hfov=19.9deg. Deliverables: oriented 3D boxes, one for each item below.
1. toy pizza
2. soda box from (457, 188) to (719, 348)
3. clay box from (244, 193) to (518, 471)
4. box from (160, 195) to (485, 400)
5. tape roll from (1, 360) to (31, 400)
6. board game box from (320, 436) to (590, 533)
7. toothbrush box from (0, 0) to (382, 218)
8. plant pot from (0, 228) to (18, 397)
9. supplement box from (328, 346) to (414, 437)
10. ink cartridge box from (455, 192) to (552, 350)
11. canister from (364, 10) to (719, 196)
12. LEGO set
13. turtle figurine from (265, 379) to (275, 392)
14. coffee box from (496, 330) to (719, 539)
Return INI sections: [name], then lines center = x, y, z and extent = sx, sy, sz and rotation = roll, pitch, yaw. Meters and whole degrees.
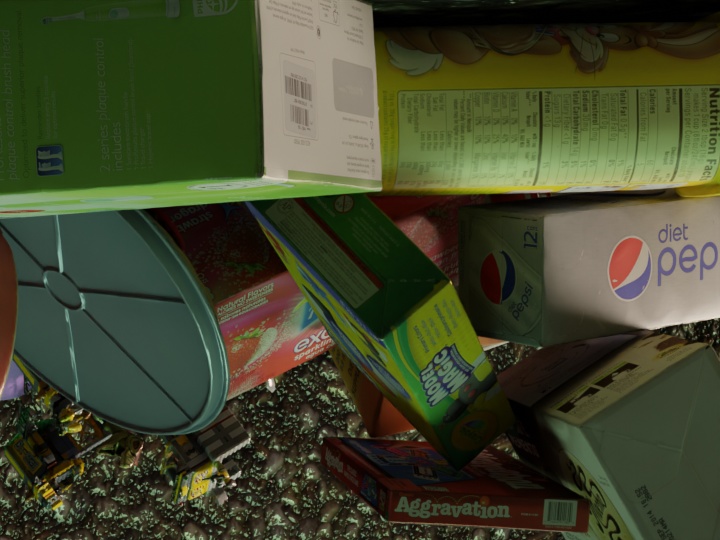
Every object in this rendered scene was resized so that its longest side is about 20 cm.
[toy pizza]
center = -0.141, 0.001, 1.035
extent = 0.200, 0.200, 0.032
rotation = -4, -145, 48
[soda box]
center = 0.142, -0.007, 1.074
extent = 0.200, 0.068, 0.063
rotation = -8, -169, -40
[clay box]
center = 0.015, 0.026, 1.026
extent = 0.048, 0.115, 0.200
rotation = -40, 150, -7
[box]
center = -0.039, -0.017, 1.126
extent = 0.200, 0.100, 0.096
rotation = -25, 148, -30
[tape roll]
center = -0.273, -0.006, 1.283
extent = 0.200, 0.066, 0.200
rotation = 34, -166, -10
[board game box]
center = 0.045, 0.113, 1.098
extent = 0.103, 0.020, 0.200
rotation = 5, -178, -11
[toothbrush box]
center = -0.107, -0.068, 0.838
extent = 0.199, 0.086, 0.146
rotation = -2, 179, 18
[plant pot]
center = -0.264, 0.018, 0.921
extent = 0.177, 0.201, 0.200
rotation = 17, 167, -35
[supplement box]
center = 0.000, 0.000, 1.230
extent = 0.069, 0.200, 0.067
rotation = -11, 142, -20
[ink cartridge box]
center = 0.064, -0.033, 1.192
extent = 0.050, 0.163, 0.200
rotation = -16, -178, -9
[canister]
center = 0.094, -0.078, 0.995
extent = 0.199, 0.087, 0.149
rotation = -2, -179, -6
[LEGO set]
center = -0.135, 0.097, 1.272
extent = 0.154, 0.116, 0.200
rotation = -27, 158, -33
[turtle figurine]
center = -0.125, -0.018, 1.322
extent = 0.194, 0.200, 0.144
rotation = 28, -170, -43
[coffee box]
center = 0.143, 0.096, 1.061
extent = 0.080, 0.113, 0.200
rotation = -31, -172, -8
